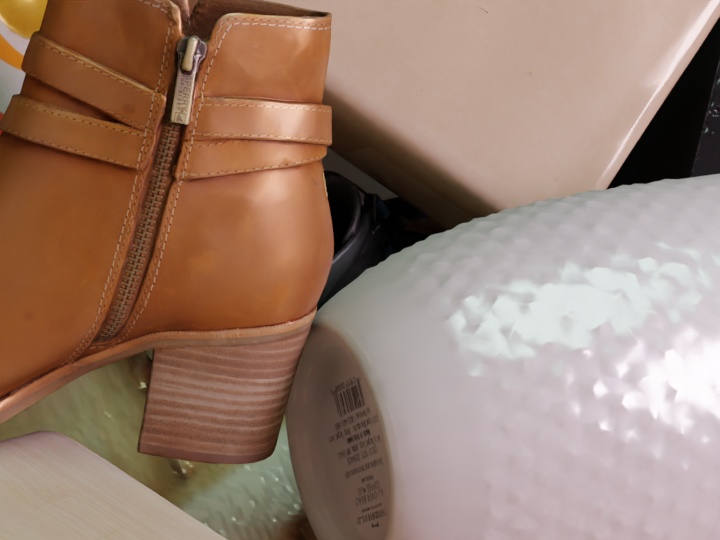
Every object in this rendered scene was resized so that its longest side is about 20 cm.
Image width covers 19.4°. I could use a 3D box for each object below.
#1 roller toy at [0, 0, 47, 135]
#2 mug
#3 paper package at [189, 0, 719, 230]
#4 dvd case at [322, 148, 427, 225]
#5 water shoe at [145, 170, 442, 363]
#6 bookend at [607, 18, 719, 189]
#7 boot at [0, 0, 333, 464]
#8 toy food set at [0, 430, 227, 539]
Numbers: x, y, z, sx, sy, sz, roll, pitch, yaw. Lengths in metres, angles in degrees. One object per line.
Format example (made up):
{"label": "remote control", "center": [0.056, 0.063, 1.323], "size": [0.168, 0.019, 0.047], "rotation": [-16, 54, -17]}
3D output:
{"label": "roller toy", "center": [-0.173, -0.082, 0.778], "size": [0.200, 0.140, 0.183], "rotation": [50, 30, -32]}
{"label": "mug", "center": [0.059, 0.048, 0.761], "size": [0.175, 0.148, 0.200], "rotation": [-9, 3, -25]}
{"label": "paper package", "center": [0.038, -0.132, 0.850], "size": [0.200, 0.191, 0.103], "rotation": [35, -7, -8]}
{"label": "dvd case", "center": [-0.058, -0.084, 0.970], "size": [0.143, 0.018, 0.200], "rotation": [-15, 50, -42]}
{"label": "water shoe", "center": [0.000, 0.000, 0.871], "size": [0.071, 0.079, 0.200], "rotation": [33, 30, 32]}
{"label": "bookend", "center": [0.204, 0.004, 0.945], "size": [0.200, 0.092, 0.199], "rotation": [33, 46, -13]}
{"label": "boot", "center": [-0.107, -0.024, 0.681], "size": [0.200, 0.155, 0.074], "rotation": [5, 17, -14]}
{"label": "toy food set", "center": [-0.102, 0.116, 0.616], "size": [0.200, 0.060, 0.143], "rotation": [26, 26, 39]}
